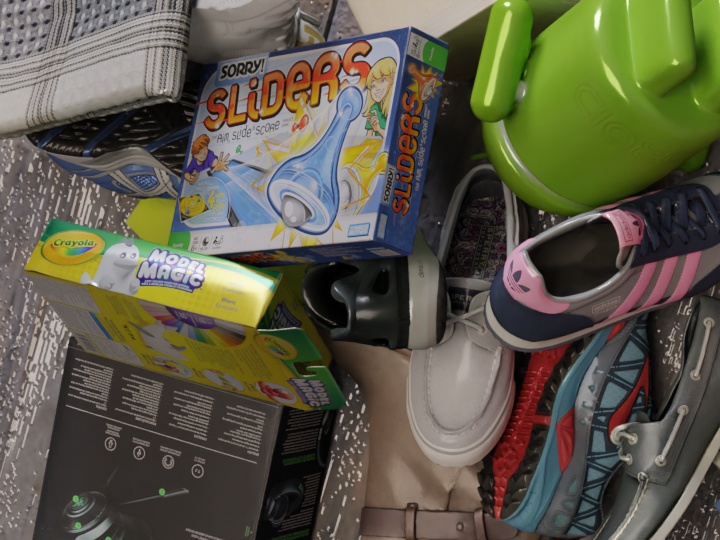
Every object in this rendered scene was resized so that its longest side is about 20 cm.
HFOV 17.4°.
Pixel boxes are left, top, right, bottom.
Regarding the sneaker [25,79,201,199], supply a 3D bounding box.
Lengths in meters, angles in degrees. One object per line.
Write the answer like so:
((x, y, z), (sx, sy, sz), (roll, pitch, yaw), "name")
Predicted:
((-0.124, -0.085, 1.595), (0.200, 0.077, 0.076), (13, 71, 12), "sneaker")

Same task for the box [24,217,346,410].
((-0.105, 0.031, 1.516), (0.200, 0.117, 0.048), (15, 66, 24), "box")

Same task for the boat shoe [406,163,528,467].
((0.070, 0.024, 1.492), (0.072, 0.069, 0.200), (9, 62, 17), "boat shoe")

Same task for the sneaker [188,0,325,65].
((-0.053, -0.170, 1.524), (0.200, 0.116, 0.074), (-12, 60, 55), "sneaker")

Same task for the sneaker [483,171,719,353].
((0.171, -0.015, 1.431), (0.200, 0.082, 0.070), (-27, 70, -18), "sneaker")

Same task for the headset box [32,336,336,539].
((-0.124, 0.159, 1.623), (0.174, 0.093, 0.200), (14, 97, 25), "headset box")

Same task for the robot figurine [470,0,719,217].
((0.153, -0.105, 1.445), (0.200, 0.175, 0.116), (-37, 50, 51), "robot figurine")

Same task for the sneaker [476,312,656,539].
((0.149, 0.080, 1.507), (0.079, 0.096, 0.200), (13, 75, 61), "sneaker")

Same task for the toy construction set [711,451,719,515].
((0.222, 0.208, 1.464), (0.200, 0.092, 0.131), (-56, 44, 8), "toy construction set")

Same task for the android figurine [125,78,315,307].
((-0.084, -0.041, 1.631), (0.200, 0.041, 0.182), (44, 108, 21), "android figurine")

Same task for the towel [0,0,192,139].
((-0.184, -0.185, 1.548), (0.200, 0.035, 0.193), (-10, 68, 40), "towel")

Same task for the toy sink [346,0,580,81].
((0.037, -0.232, 1.518), (0.112, 0.130, 0.200), (-30, 79, 24), "toy sink")

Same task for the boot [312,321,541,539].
((0.031, 0.125, 1.554), (0.200, 0.070, 0.146), (22, 93, 18), "boot")

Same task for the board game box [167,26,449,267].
((-0.036, -0.072, 1.461), (0.200, 0.034, 0.135), (-5, 70, 48), "board game box")

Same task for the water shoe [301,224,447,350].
((0.000, 0.000, 1.484), (0.079, 0.200, 0.072), (0, 100, -10), "water shoe")

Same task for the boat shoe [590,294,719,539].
((0.184, 0.106, 1.458), (0.062, 0.073, 0.200), (35, 85, -6), "boat shoe")
